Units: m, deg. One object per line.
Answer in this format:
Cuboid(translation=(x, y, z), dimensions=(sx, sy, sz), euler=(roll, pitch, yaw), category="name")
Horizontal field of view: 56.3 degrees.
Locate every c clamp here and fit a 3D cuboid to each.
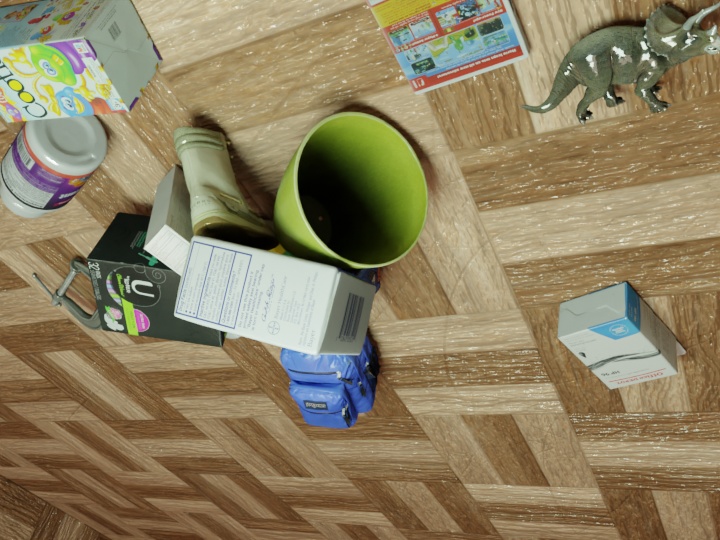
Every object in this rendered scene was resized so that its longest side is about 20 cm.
Cuboid(translation=(-0.552, 0.040, 1.304), dimensions=(0.199, 0.027, 0.172), euler=(-31, 102, 41), category="c clamp")

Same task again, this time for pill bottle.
Cuboid(translation=(-0.462, -0.154, 0.992), dimensions=(0.111, 0.113, 0.199), euler=(37, 139, -25), category="pill bottle")

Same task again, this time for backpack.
Cuboid(translation=(-0.054, 0.173, 1.207), dimensions=(0.159, 0.170, 0.202), euler=(-2, 136, 13), category="backpack")

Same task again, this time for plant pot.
Cuboid(translation=(-0.040, -0.083, 0.890), dimensions=(0.185, 0.190, 0.199), euler=(32, 158, -20), category="plant pot")

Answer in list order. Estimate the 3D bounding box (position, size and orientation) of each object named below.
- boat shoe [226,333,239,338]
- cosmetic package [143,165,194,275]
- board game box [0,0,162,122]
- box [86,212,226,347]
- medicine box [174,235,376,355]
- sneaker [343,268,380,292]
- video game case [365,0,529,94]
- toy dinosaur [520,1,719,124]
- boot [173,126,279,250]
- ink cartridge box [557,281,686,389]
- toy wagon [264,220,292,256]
Cuboid(translation=(-0.195, 0.075, 1.227), dimensions=(0.198, 0.073, 0.068), euler=(-14, 102, 44), category="boat shoe")
Cuboid(translation=(-0.251, -0.070, 0.949), dimensions=(0.050, 0.201, 0.082), euler=(-40, 119, 13), category="cosmetic package")
Cuboid(translation=(-0.367, -0.261, 0.828), dimensions=(0.196, 0.106, 0.104), euler=(1, 141, 20), category="board game box")
Cuboid(translation=(-0.296, 0.014, 1.046), dimensions=(0.195, 0.125, 0.151), euler=(8, 130, 2), category="box")
Cuboid(translation=(-0.101, 0.036, 0.861), dimensions=(0.196, 0.105, 0.182), euler=(14, 177, 17), category="medicine box")
Cuboid(translation=(0.000, 0.000, 1.054), dimensions=(0.077, 0.076, 0.201), euler=(-7, 144, -32), category="sneaker")
Cuboid(translation=(0.077, -0.286, 0.699), dimensions=(0.141, 0.018, 0.201), euler=(-10, 135, 30), category="video game case")
Cuboid(translation=(0.263, -0.213, 0.692), dimensions=(0.197, 0.077, 0.103), euler=(-2, 128, 31), category="toy dinosaur")
Cuboid(translation=(-0.185, -0.106, 0.942), dimensions=(0.071, 0.157, 0.200), euler=(-23, 165, 13), category="boot")
Cuboid(translation=(0.407, 0.115, 1.035), dimensions=(0.199, 0.069, 0.115), euler=(39, 138, -27), category="ink cartridge box")
Cuboid(translation=(-0.144, -0.031, 1.086), dimensions=(0.198, 0.040, 0.155), euler=(33, 140, -20), category="toy wagon")
